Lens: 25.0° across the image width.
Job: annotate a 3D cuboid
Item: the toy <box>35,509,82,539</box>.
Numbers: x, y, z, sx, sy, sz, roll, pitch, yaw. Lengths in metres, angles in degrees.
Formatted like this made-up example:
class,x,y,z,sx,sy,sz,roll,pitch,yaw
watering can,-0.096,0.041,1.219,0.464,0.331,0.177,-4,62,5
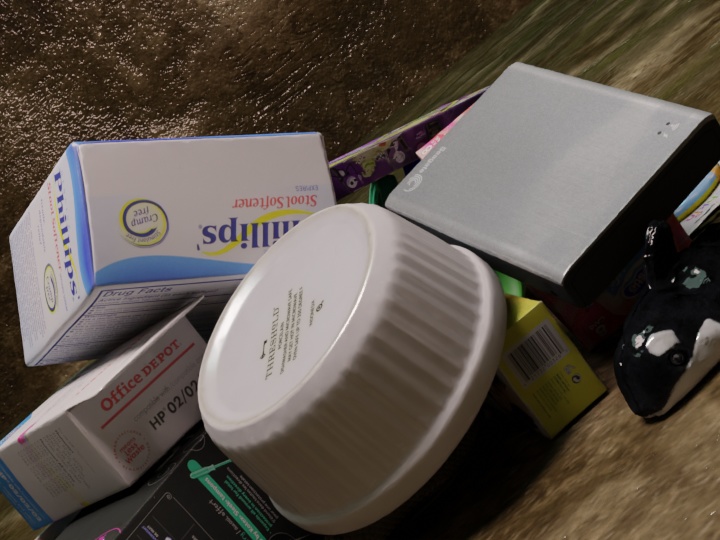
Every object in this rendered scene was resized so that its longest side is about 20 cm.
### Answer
class,x,y,z,sx,sy,sz,roll,pitch,yaw
toy,-0.178,0.221,1.169,0.047,0.116,0.200,-21,17,34

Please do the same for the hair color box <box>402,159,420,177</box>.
class,x,y,z,sx,sy,sz,roll,pitch,yaw
hair color box,0.134,-0.086,1.341,0.109,0.065,0.199,-22,-6,32

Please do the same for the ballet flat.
class,x,y,z,sx,sy,sz,roll,pitch,yaw
ballet flat,0.014,0.140,1.034,0.200,0.046,0.067,-46,12,-36

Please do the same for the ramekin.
class,x,y,z,sx,sy,sz,roll,pitch,yaw
ramekin,-0.013,0.050,0.987,0.202,0.094,0.203,-37,31,27

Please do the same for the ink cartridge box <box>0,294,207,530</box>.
class,x,y,z,sx,sy,sz,roll,pitch,yaw
ink cartridge box,-0.164,0.098,1.097,0.115,0.068,0.200,-44,9,-37

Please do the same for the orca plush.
class,x,y,z,sx,sy,sz,roll,pitch,yaw
orca plush,0.199,-0.007,0.930,0.200,0.071,0.105,-42,10,-16

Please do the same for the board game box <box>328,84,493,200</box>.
class,x,y,z,sx,sy,sz,roll,pitch,yaw
board game box,0.021,-0.090,1.242,0.199,0.033,0.120,-28,10,-27

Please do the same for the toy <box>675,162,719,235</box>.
class,x,y,z,sx,sy,sz,roll,pitch,yaw
toy,0.213,-0.062,1.213,0.115,0.047,0.200,-42,9,-4

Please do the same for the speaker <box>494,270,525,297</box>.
class,x,y,z,sx,sy,sz,roll,pitch,yaw
speaker,0.074,0.008,1.314,0.088,0.089,0.200,-39,9,-3

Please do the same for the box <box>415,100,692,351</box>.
class,x,y,z,sx,sy,sz,roll,pitch,yaw
box,0.131,-0.046,1.121,0.102,0.095,0.200,-39,31,0

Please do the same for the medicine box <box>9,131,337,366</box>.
class,x,y,z,sx,sy,sz,roll,pitch,yaw
medicine box,-0.133,-0.013,1.139,0.181,0.104,0.200,-5,-16,-26

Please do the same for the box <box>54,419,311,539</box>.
class,x,y,z,sx,sy,sz,roll,pitch,yaw
box,-0.120,0.192,1.076,0.148,0.125,0.200,-32,12,41

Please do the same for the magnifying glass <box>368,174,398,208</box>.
class,x,y,z,sx,sy,sz,roll,pitch,yaw
magnifying glass,0.018,0.009,1.333,0.022,0.201,0.080,-6,42,-7

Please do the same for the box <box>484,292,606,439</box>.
class,x,y,z,sx,sy,sz,roll,pitch,yaw
box,0.092,0.053,1.064,0.050,0.075,0.200,-39,8,-5

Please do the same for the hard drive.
class,x,y,z,sx,sy,sz,roll,pitch,yaw
hard drive,0.118,-0.060,1.029,0.140,0.033,0.200,-47,33,-11
